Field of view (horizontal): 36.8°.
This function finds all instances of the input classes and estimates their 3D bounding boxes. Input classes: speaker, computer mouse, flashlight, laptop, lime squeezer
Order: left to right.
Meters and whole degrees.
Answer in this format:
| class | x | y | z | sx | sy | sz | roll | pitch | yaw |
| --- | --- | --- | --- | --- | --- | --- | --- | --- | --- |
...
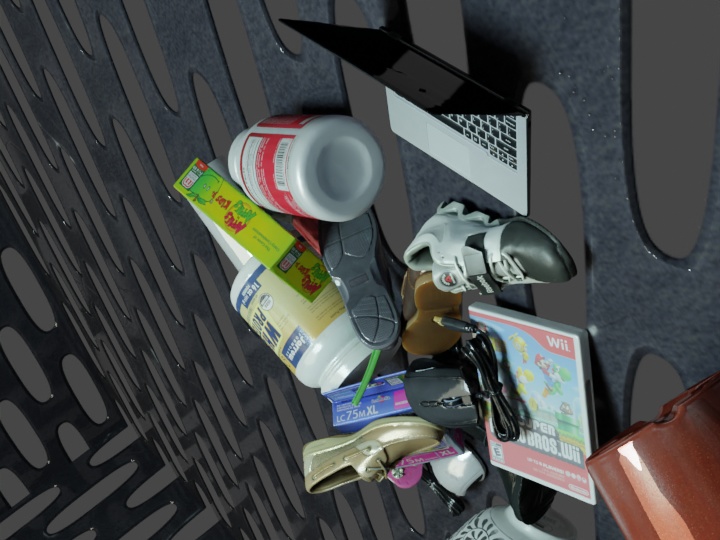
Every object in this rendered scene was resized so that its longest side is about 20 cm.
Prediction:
| class | x | y | z | sx | sy | sz | roll | pitch | yaw |
| --- | --- | --- | --- | --- | --- | --- | --- | --- | --- |
| speaker | -0.170 | -0.062 | 1.529 | 0.200 | 0.081 | 0.081 | 55 | 158 | -4 |
| flashlight | -0.061 | -0.049 | 1.351 | 0.200 | 0.068 | 0.068 | 48 | 161 | 16 |
| lime squeezer | 0.012 | 0.060 | 1.291 | 0.038 | 0.071 | 0.201 | 5 | 105 | 56 |
| laptop | 0.044 | -0.132 | 0.954 | 0.187 | 0.116 | 0.200 | 38 | 154 | 34 |
| computer mouse | 0.088 | 0.115 | 1.189 | 0.200 | 0.046 | 0.141 | 11 | 122 | 60 |
| computer mouse | 0.121 | 0.290 | 1.530 | 0.110 | 0.044 | 0.200 | 49 | 158 | 12 |

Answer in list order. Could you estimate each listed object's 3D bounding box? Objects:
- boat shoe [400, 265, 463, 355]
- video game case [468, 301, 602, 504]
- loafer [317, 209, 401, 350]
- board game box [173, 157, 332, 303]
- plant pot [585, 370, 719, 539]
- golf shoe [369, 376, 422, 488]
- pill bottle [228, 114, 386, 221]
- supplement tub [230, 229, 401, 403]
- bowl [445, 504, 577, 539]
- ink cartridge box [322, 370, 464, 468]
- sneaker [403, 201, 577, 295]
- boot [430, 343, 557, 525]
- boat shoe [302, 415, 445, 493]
| class | x | y | z | sx | sy | sz | roll | pitch | yaw |
| --- | --- | --- | --- | --- | --- | --- | --- | --- | --- |
| boat shoe | 0.081 | 0.028 | 1.199 | 0.200 | 0.070 | 0.070 | 99 | 168 | -60 |
| video game case | 0.183 | 0.138 | 1.130 | 0.143 | 0.017 | 0.200 | 15 | 124 | 45 |
| loafer | 0.000 | 0.000 | 1.248 | 0.063 | 0.072 | 0.200 | 52 | -159 | -73 |
| board game box | -0.127 | -0.049 | 1.279 | 0.200 | 0.048 | 0.102 | 39 | 177 | 36 |
| plant pot | 0.296 | 0.196 | 0.871 | 0.195 | 0.201 | 0.201 | 56 | 159 | 11 |
| golf shoe | 0.031 | 0.226 | 1.576 | 0.200 | 0.075 | 0.092 | 61 | 173 | 17 |
| pill bottle | -0.068 | -0.117 | 1.202 | 0.200 | 0.112 | 0.112 | 14 | 137 | 58 |
| supplement tub | -0.057 | 0.060 | 1.404 | 0.200 | 0.144 | 0.144 | 46 | 157 | 17 |
| bowl | 0.209 | 0.344 | 1.327 | 0.201 | 0.200 | 0.094 | 34 | 108 | 39 |
| ink cartridge box | 0.045 | 0.196 | 1.378 | 0.200 | 0.119 | 0.042 | 52 | -151 | -49 |
| sneaker | 0.118 | -0.006 | 1.029 | 0.200 | 0.088 | 0.074 | 16 | 145 | 56 |
| boot | 0.151 | 0.190 | 1.283 | 0.162 | 0.073 | 0.199 | 27 | 139 | 43 |
| boat shoe | 0.018 | 0.230 | 1.332 | 0.200 | 0.065 | 0.071 | -21 | 143 | 29 |
